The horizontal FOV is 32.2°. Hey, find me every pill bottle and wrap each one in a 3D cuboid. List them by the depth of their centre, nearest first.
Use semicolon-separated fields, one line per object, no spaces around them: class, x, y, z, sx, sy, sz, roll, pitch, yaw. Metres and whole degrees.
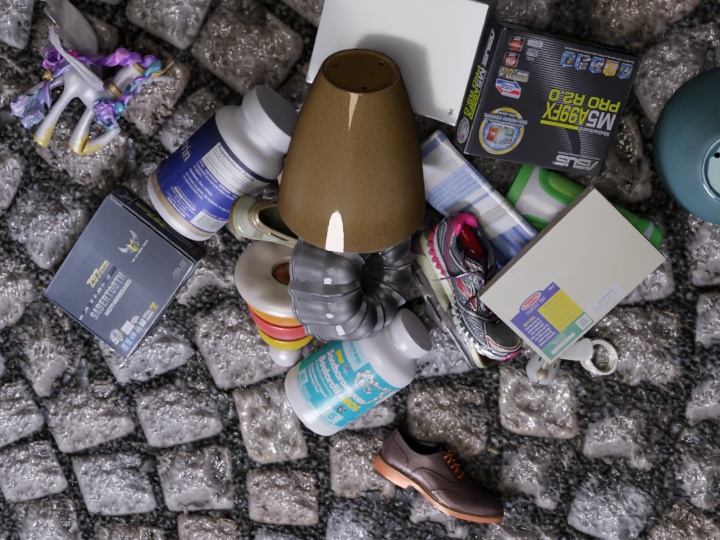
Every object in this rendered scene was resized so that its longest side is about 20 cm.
pill bottle;-0.170;-0.140;1.612;0.200;0.116;0.116;-39;96;20
pill bottle;0.001;0.134;1.719;0.200;0.111;0.111;-37;97;21

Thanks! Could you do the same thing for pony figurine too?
pony figurine;-0.372;-0.256;1.670;0.200;0.167;0.193;-41;128;18

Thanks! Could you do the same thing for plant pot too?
plant pot;-0.006;-0.157;1.495;0.186;0.187;0.200;12;133;9
plant pot;0.455;-0.138;1.511;0.199;0.135;0.201;4;109;12

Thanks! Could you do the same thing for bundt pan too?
bundt pan;0.000;0.000;1.603;0.076;0.202;0.203;13;113;36

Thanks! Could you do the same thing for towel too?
towel;0.141;-0.091;1.611;0.200;0.147;0.024;44;69;-3

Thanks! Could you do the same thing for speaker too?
speaker;0.282;-0.064;1.600;0.199;0.088;0.089;28;112;2

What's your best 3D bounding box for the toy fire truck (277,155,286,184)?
toy fire truck;-0.108;-0.130;1.689;0.141;0.049;0.200;33;112;1

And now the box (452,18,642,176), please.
box;0.230;-0.210;1.538;0.199;0.044;0.161;8;112;-22

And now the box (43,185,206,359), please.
box;-0.338;0.004;1.786;0.158;0.051;0.200;39;112;0

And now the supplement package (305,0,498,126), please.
supplement package;0.053;-0.292;1.565;0.199;0.111;0.156;17;111;6

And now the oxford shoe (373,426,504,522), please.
oxford shoe;0.120;0.291;1.768;0.199;0.071;0.073;26;107;4

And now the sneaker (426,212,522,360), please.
sneaker;0.151;0.022;1.608;0.201;0.080;0.075;63;155;5

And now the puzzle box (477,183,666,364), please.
puzzle box;0.260;0.006;1.552;0.133;0.025;0.200;42;105;-14

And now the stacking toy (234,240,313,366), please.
stacking toy;-0.100;0.058;1.719;0.146;0.146;0.200;15;140;8

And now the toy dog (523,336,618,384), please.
toy dog;0.272;0.067;1.642;0.131;0.096;0.201;0;108;13

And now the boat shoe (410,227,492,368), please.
boat shoe;0.116;0.043;1.688;0.066;0.072;0.201;-22;95;28

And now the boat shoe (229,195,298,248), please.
boat shoe;-0.071;-0.063;1.609;0.063;0.200;0.074;6;88;51
